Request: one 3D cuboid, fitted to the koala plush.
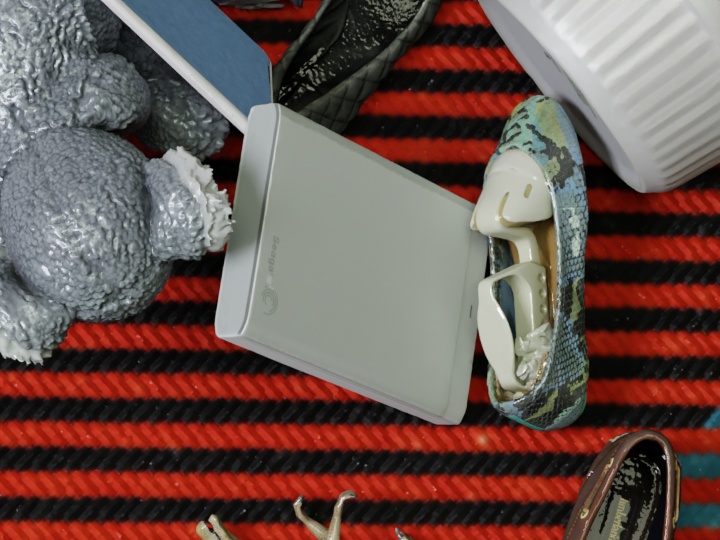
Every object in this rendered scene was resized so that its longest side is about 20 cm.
[{"bbox_3d":[-0.162,-0.049,1.454,0.177,0.184,0.201,-27,52,4],"label":"koala plush"}]

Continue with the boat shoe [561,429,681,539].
[{"bbox_3d":[0.138,0.187,1.517,0.070,0.070,0.201,14,77,-1],"label":"boat shoe"}]

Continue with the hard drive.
[{"bbox_3d":[0.000,0.000,1.504,0.026,0.200,0.133,-3,72,39],"label":"hard drive"}]

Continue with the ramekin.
[{"bbox_3d":[0.150,-0.135,1.537,0.094,0.202,0.203,-39,82,0],"label":"ramekin"}]

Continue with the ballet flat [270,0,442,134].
[{"bbox_3d":[0.004,-0.152,1.596,0.066,0.057,0.201,31,76,2],"label":"ballet flat"}]

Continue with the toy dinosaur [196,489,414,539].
[{"bbox_3d":[-0.002,0.197,1.522,0.200,0.058,0.101,42,92,14],"label":"toy dinosaur"}]

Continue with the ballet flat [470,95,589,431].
[{"bbox_3d":[0.097,-0.007,1.549,0.074,0.074,0.201,-5,80,-5],"label":"ballet flat"}]

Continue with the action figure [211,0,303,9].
[{"bbox_3d":[-0.137,-0.179,1.591,0.199,0.069,0.131,-10,84,-2],"label":"action figure"}]

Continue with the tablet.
[{"bbox_3d":[-0.121,-0.156,1.490,0.014,0.130,0.200,-41,112,17],"label":"tablet"}]
